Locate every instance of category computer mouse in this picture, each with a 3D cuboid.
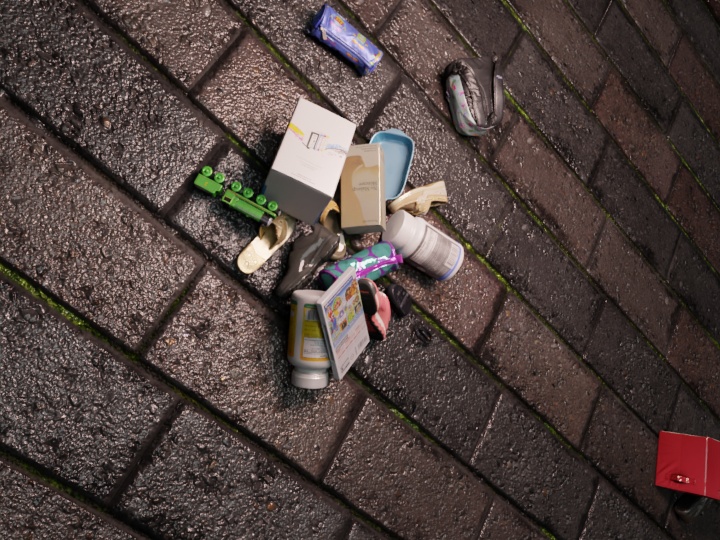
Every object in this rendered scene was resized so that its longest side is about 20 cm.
[{"bbox_3d":[0.124,0.116,1.427,0.202,0.034,0.059,55,45,-18],"label":"computer mouse"}]

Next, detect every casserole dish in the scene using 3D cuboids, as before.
[{"bbox_3d":[0.067,-0.261,1.408,0.119,0.039,0.204,13,75,11],"label":"casserole dish"}]

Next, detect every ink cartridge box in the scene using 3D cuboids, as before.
[{"bbox_3d":[-0.118,-0.240,1.234,0.142,0.147,0.203,23,63,-12],"label":"ink cartridge box"}]

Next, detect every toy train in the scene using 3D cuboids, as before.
[{"bbox_3d":[-0.267,-0.158,1.196,0.197,0.042,0.057,28,75,-3],"label":"toy train"}]

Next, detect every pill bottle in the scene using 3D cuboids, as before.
[{"bbox_3d":[0.158,-0.064,1.419,0.198,0.113,0.116,30,70,-23],"label":"pill bottle"},{"bbox_3d":[-0.105,0.151,1.228,0.111,0.112,0.205,2,95,-29],"label":"pill bottle"}]

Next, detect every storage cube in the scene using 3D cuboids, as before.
[{"bbox_3d":[1.116,0.652,1.848,0.197,0.170,0.183,22,73,-25],"label":"storage cube"}]

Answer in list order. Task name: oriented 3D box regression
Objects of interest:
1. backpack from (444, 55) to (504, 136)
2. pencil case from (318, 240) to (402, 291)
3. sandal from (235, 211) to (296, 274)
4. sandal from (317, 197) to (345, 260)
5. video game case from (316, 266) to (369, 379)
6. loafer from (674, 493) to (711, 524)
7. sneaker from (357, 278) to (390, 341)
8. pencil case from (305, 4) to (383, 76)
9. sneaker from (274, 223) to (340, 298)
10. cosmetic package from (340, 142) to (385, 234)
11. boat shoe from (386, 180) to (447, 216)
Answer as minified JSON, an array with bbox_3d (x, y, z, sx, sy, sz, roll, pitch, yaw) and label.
[{"bbox_3d":[0.323,-0.487,1.564,0.164,0.126,0.204,-15,92,-19],"label":"backpack"},{"bbox_3d":[0.000,0.000,1.328,0.198,0.092,0.087,-27,109,-31],"label":"pencil case"},{"bbox_3d":[-0.196,-0.080,1.239,0.077,0.069,0.213,42,65,-19],"label":"sandal"},{"bbox_3d":[-0.076,-0.124,1.324,0.079,0.054,0.204,-20,94,-30],"label":"sandal"},{"bbox_3d":[-0.034,0.116,1.216,0.143,0.018,0.204,-47,135,-46],"label":"video game case"},{"bbox_3d":[1.163,0.805,1.920,0.197,0.073,0.073,-23,99,-21],"label":"loafer"},{"bbox_3d":[0.029,0.076,1.321,0.088,0.072,0.202,-59,150,-35],"label":"sneaker"},{"bbox_3d":[-0.037,-0.574,1.391,0.198,0.078,0.088,32,40,-23],"label":"pencil case"},{"bbox_3d":[-0.135,-0.023,1.274,0.090,0.076,0.201,38,72,7],"label":"sneaker"},{"bbox_3d":[0.007,-0.196,1.339,0.103,0.071,0.205,-4,80,13],"label":"cosmetic package"},{"bbox_3d":[0.158,-0.179,1.456,0.197,0.073,0.070,-23,89,-31],"label":"boat shoe"}]
